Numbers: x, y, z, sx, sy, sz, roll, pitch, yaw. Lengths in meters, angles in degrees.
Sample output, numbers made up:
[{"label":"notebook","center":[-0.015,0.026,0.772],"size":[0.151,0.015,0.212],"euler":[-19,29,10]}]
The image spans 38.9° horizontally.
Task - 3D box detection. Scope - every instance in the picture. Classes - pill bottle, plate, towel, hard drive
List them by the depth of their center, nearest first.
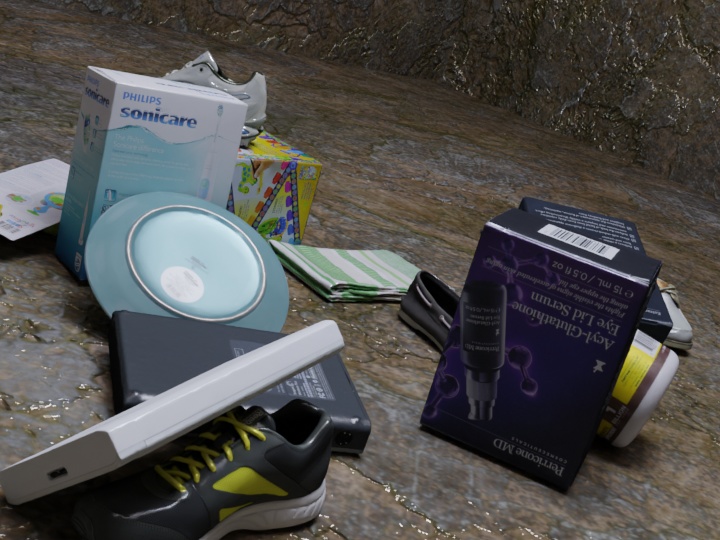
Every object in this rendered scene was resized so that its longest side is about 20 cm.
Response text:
[{"label":"hard drive","center":[-0.118,0.090,0.666],"size":[0.132,0.026,0.200],"euler":[-25,-1,41]},{"label":"hard drive","center":[-0.103,0.089,0.840],"size":[0.200,0.033,0.140],"euler":[10,24,-22]},{"label":"plate","center":[-0.155,-0.002,0.950],"size":[0.200,0.026,0.200],"euler":[19,45,-20]},{"label":"pill bottle","center":[0.200,0.078,1.004],"size":[0.200,0.109,0.109],"euler":[32,20,14]},{"label":"towel","center":[0.000,0.000,1.258],"size":[0.200,0.023,0.153],"euler":[2,22,-40]}]

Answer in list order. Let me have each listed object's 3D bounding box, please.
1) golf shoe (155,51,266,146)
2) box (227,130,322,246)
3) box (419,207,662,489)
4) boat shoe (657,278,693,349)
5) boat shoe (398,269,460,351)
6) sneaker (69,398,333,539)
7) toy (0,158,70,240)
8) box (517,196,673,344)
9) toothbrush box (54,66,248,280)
[{"label":"golf shoe","center":[-0.207,-0.219,1.215],"size":[0.200,0.097,0.078],"euler":[12,20,-7]},{"label":"box","center":[-0.193,-0.116,1.271],"size":[0.192,0.122,0.200],"euler":[-1,24,-44]},{"label":"box","center":[0.159,0.065,0.901],"size":[0.148,0.200,0.104],"euler":[21,18,17]},{"label":"boat shoe","center":[0.404,0.045,1.421],"size":[0.075,0.068,0.200],"euler":[11,18,-18]},{"label":"boat shoe","center":[0.113,0.061,1.112],"size":[0.067,0.057,0.200],"euler":[2,22,-40]},{"label":"sneaker","center":[-0.096,0.127,0.660],"size":[0.074,0.085,0.200],"euler":[28,20,35]},{"label":"toy","center":[-0.351,-0.066,1.092],"size":[0.115,0.047,0.200],"euler":[25,22,15]},{"label":"box","center":[0.250,0.024,1.177],"size":[0.148,0.107,0.200],"euler":[13,36,-9]},{"label":"toothbrush box","center":[-0.214,-0.093,1.038],"size":[0.146,0.200,0.085],"euler":[2,19,-37]}]
